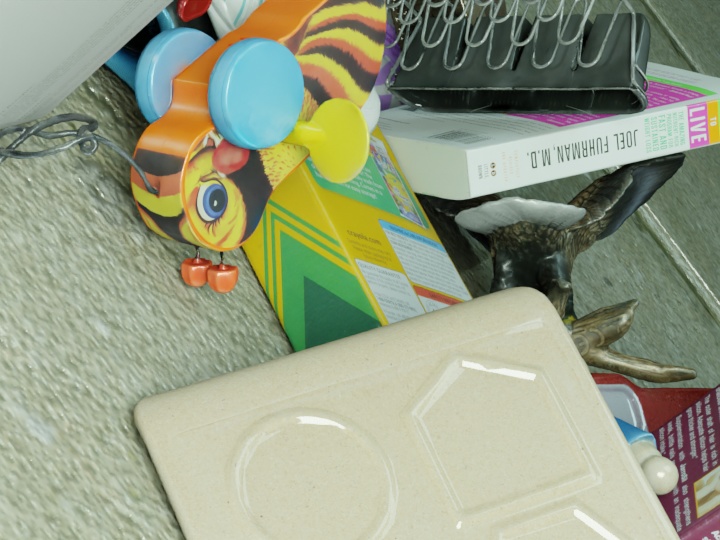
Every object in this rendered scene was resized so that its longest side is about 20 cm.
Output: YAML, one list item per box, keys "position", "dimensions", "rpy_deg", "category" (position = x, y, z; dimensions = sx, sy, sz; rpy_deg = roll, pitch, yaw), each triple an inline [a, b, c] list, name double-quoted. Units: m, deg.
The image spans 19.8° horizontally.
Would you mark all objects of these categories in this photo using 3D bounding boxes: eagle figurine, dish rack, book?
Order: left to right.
- position: [0.046, -0.147, 1.027]
  dimensions: [0.200, 0.153, 0.055]
  rpy_deg: [40, 60, -48]
  category: "dish rack"
- position: [0.101, -0.014, 1.171]
  dimensions: [0.151, 0.151, 0.200]
  rpy_deg: [33, 36, -19]
  category: "eagle figurine"
- position: [0.104, -0.079, 1.143]
  dimensions: [0.199, 0.133, 0.048]
  rpy_deg: [-13, 105, -30]
  category: "book"

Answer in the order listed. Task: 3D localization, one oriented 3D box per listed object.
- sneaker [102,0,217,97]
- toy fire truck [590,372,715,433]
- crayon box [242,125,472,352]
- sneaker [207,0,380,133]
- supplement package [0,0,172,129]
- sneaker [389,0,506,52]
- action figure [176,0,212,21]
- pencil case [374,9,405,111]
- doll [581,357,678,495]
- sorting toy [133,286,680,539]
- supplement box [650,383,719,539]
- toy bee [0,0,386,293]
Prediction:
- position: [-0.139, -0.163, 0.961]
  dimensions: [0.200, 0.073, 0.082]
  rpy_deg: [44, 23, -20]
  category: "sneaker"
- position: [0.179, 0.152, 1.064]
  dimensions: [0.167, 0.112, 0.201]
  rpy_deg: [3, 66, -41]
  category: "toy fire truck"
- position: [0.000, 0.000, 1.021]
  dimensions: [0.126, 0.052, 0.201]
  rpy_deg: [19, 39, -57]
  category: "crayon box"
- position: [-0.040, -0.146, 0.974]
  dimensions: [0.201, 0.080, 0.071]
  rpy_deg: [54, 19, -25]
  category: "sneaker"
- position: [-0.159, -0.127, 0.781]
  dimensions: [0.120, 0.121, 0.200]
  rpy_deg: [52, 19, 1]
  category: "supplement package"
- position: [0.042, -0.203, 1.172]
  dimensions: [0.075, 0.070, 0.201]
  rpy_deg: [-33, 119, -59]
  category: "sneaker"
- position: [-0.151, -0.176, 0.901]
  dimensions: [0.199, 0.066, 0.052]
  rpy_deg: [26, 14, 10]
  category: "action figure"
- position: [0.010, -0.140, 1.229]
  dimensions: [0.200, 0.084, 0.085]
  rpy_deg: [39, -9, -31]
  category: "pencil case"
- position: [0.075, 0.105, 0.893]
  dimensions: [0.049, 0.136, 0.200]
  rpy_deg: [51, 33, -25]
  category: "doll"
- position: [0.029, 0.108, 0.795]
  dimensions: [0.184, 0.037, 0.200]
  rpy_deg: [-16, 59, -22]
  category: "sorting toy"
- position: [0.150, 0.129, 0.910]
  dimensions: [0.086, 0.200, 0.110]
  rpy_deg: [47, 20, -14]
  category: "supplement box"
- position: [-0.065, -0.053, 0.907]
  dimensions: [0.131, 0.199, 0.109]
  rpy_deg: [38, -34, 57]
  category: "toy bee"
